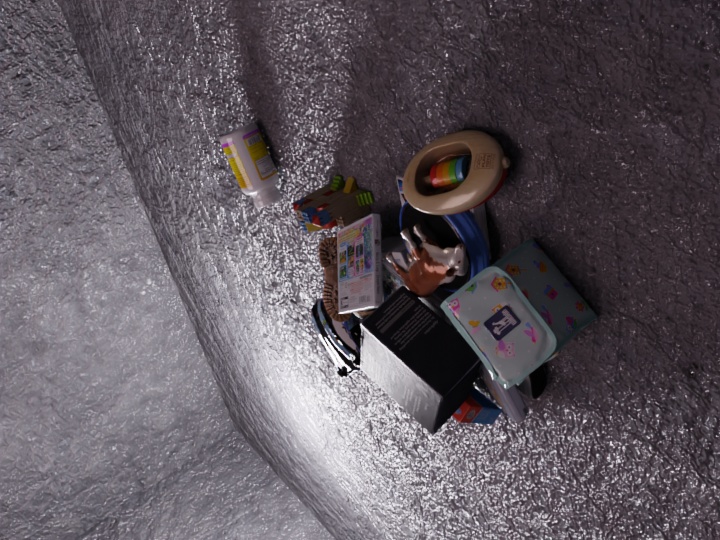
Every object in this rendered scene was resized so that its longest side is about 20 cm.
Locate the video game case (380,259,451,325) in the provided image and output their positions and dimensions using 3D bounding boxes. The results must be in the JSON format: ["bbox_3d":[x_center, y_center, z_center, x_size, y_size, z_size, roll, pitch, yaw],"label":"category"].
[{"bbox_3d":[0.109,0.097,1.371,0.181,0.023,0.201,38,148,35],"label":"video game case"}]

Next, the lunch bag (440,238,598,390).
[{"bbox_3d":[0.238,0.071,1.064,0.171,0.199,0.122,53,145,13],"label":"lunch bag"}]

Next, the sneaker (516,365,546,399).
[{"bbox_3d":[0.278,0.142,1.226,0.084,0.073,0.202,28,143,43],"label":"sneaker"}]

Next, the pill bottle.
[{"bbox_3d":[-0.275,-0.266,1.760,0.104,0.104,0.202,8,125,58],"label":"pill bottle"}]

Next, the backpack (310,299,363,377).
[{"bbox_3d":[-0.030,0.146,1.723,0.201,0.134,0.183,56,155,6],"label":"backpack"}]

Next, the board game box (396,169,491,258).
[{"bbox_3d":[0.148,-0.098,1.247,0.199,0.034,0.127,31,144,46],"label":"board game box"}]

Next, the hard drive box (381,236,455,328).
[{"bbox_3d":[0.105,0.034,1.423,0.155,0.076,0.202,0,118,60],"label":"hard drive box"}]

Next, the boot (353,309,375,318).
[{"bbox_3d":[0.000,0.000,1.504,0.201,0.076,0.140,-105,4,-60],"label":"boot"}]

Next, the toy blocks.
[{"bbox_3d":[-0.078,-0.132,1.506,0.199,0.136,0.101,20,135,54],"label":"toy blocks"}]

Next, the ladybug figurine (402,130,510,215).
[{"bbox_3d":[0.155,-0.149,1.092,0.072,0.137,0.199,22,164,-41],"label":"ladybug figurine"}]

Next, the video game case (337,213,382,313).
[{"bbox_3d":[-0.004,-0.009,1.427,0.200,0.023,0.185,162,109,-67],"label":"video game case"}]

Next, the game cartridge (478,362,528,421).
[{"bbox_3d":[0.249,0.194,1.288,0.134,0.041,0.200,58,-179,-5],"label":"game cartridge"}]

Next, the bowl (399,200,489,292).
[{"bbox_3d":[0.143,-0.051,1.223,0.200,0.039,0.202,43,152,29],"label":"bowl"}]

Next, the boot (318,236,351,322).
[{"bbox_3d":[-0.045,0.016,1.625,0.107,0.074,0.203,-41,-53,-73],"label":"boot"}]

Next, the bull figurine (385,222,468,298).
[{"bbox_3d":[0.114,-0.014,1.194,0.122,0.065,0.200,55,155,10],"label":"bull figurine"}]

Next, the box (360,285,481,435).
[{"bbox_3d":[0.106,0.169,1.273,0.200,0.117,0.197,41,157,21],"label":"box"}]

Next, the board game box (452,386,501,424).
[{"bbox_3d":[0.183,0.244,1.445,0.200,0.041,0.152,39,-169,36],"label":"board game box"}]
